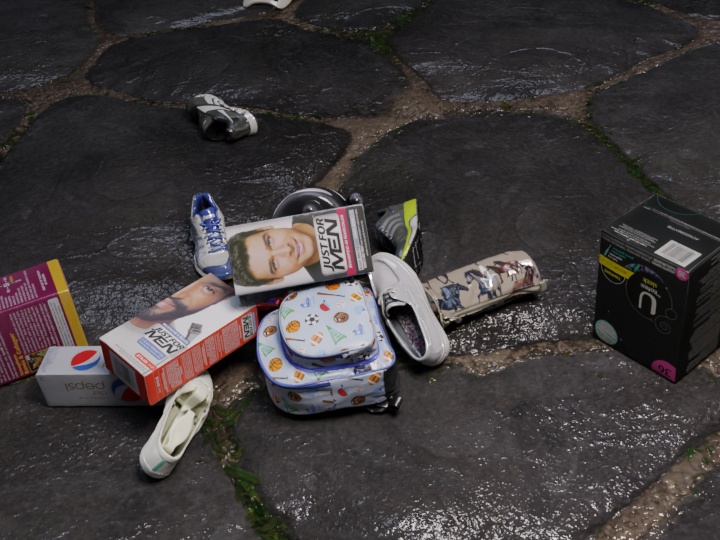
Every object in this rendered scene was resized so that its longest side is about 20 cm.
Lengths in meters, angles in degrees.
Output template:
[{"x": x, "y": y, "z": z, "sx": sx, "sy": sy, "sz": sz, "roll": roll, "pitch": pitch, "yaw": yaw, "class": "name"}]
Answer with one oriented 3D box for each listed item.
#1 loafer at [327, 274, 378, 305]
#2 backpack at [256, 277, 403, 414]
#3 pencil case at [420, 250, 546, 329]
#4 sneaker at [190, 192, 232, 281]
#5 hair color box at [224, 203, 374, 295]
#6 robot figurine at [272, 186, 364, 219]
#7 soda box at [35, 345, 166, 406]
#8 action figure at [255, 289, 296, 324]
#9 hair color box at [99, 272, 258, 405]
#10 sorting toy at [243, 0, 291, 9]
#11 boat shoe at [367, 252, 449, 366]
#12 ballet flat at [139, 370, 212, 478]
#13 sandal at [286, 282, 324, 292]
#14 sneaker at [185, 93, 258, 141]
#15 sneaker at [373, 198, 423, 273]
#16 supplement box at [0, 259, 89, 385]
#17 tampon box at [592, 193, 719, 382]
[{"x": 0.000, "y": 0.000, "z": 1.534, "sx": 0.075, "sy": 0.070, "sz": 0.200, "roll": -30, "pitch": 43, "yaw": -29, "class": "loafer"}, {"x": -0.052, "y": 0.114, "z": 1.336, "sx": 0.190, "sy": 0.154, "sz": 0.200, "roll": -19, "pitch": 41, "yaw": 0, "class": "backpack"}, {"x": 0.189, "y": 0.031, "z": 1.462, "sx": 0.199, "sy": 0.078, "sz": 0.090, "roll": -19, "pitch": 53, "yaw": -16, "class": "pencil case"}, {"x": -0.265, "y": -0.060, "z": 1.636, "sx": 0.075, "sy": 0.088, "sz": 0.200, "roll": -15, "pitch": 39, "yaw": -16, "class": "sneaker"}, {"x": -0.088, "y": -0.029, "z": 1.339, "sx": 0.199, "sy": 0.100, "sz": 0.061, "roll": -10, "pitch": 0, "yaw": -4, "class": "hair color box"}, {"x": -0.072, "y": -0.068, "z": 1.474, "sx": 0.149, "sy": 0.125, "sz": 0.200, "roll": 6, "pitch": 8, "yaw": 3, "class": "robot figurine"}, {"x": -0.367, "y": 0.156, "z": 1.381, "sx": 0.199, "sy": 0.068, "sz": 0.064, "roll": -1, "pitch": 37, "yaw": 7, "class": "soda box"}, {"x": -0.175, "y": 0.082, "z": 1.456, "sx": 0.199, "sy": 0.066, "sz": 0.052, "roll": -28, "pitch": 59, "yaw": -26, "class": "action figure"}, {"x": -0.256, "y": 0.094, "z": 1.340, "sx": 0.111, "sy": 0.064, "sz": 0.200, "roll": 30, "pitch": 47, "yaw": 33, "class": "hair color box"}, {"x": -0.247, "y": -0.796, "z": 2.614, "sx": 0.199, "sy": 0.107, "sz": 0.181, "roll": 7, "pitch": 58, "yaw": 16, "class": "sorting toy"}, {"x": 0.059, "y": 0.055, "z": 1.398, "sx": 0.072, "sy": 0.068, "sz": 0.201, "roll": -34, "pitch": 67, "yaw": 23, "class": "boat shoe"}, {"x": -0.243, "y": 0.199, "z": 1.302, "sx": 0.069, "sy": 0.070, "sz": 0.200, "roll": 5, "pitch": 41, "yaw": 14, "class": "ballet flat"}, {"x": -0.113, "y": -0.017, "z": 1.569, "sx": 0.080, "sy": 0.057, "sz": 0.201, "roll": -33, "pitch": 44, "yaw": -6, "class": "sandal"}, {"x": -0.318, "y": -0.325, "z": 2.007, "sx": 0.199, "sy": 0.067, "sz": 0.090, "roll": 24, "pitch": 44, "yaw": 30, "class": "sneaker"}, {"x": 0.064, "y": -0.052, "z": 1.606, "sx": 0.081, "sy": 0.074, "sz": 0.200, "roll": -8, "pitch": 29, "yaw": 8, "class": "sneaker"}, {"x": -0.538, "y": 0.088, "z": 1.443, "sx": 0.199, "sy": 0.131, "sz": 0.103, "roll": -19, "pitch": 38, "yaw": -18, "class": "supplement box"}, {"x": 0.433, "y": 0.024, "z": 1.336, "sx": 0.126, "sy": 0.201, "sz": 0.150, "roll": -30, "pitch": 42, "yaw": -28, "class": "tampon box"}]
